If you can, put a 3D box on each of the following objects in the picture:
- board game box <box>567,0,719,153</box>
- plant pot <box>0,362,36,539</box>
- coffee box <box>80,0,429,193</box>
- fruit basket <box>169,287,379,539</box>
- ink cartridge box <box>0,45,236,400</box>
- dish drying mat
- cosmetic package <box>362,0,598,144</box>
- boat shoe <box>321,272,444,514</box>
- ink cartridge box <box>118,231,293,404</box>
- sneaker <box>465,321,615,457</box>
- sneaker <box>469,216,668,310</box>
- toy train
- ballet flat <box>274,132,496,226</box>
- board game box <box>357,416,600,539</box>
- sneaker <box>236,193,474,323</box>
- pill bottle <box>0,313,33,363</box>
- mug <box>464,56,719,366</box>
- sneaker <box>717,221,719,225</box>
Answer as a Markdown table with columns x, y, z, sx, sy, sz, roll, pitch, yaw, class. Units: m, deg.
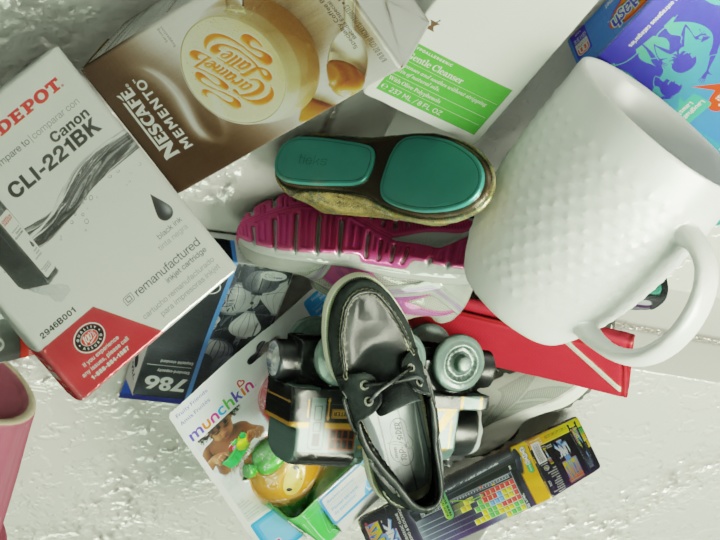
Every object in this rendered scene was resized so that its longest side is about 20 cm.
| x | y | z | sx | sy | sz | roll | pitch | yaw | class |
| --- | --- | --- | --- | --- | --- | --- | --- | --- | --- |
| 0.279 | -0.169 | 1.338 | 0.199 | 0.045 | 0.152 | 24 | 124 | -31 | board game box |
| -0.353 | 0.151 | 1.418 | 0.199 | 0.200 | 0.179 | 21 | 110 | -29 | plant pot |
| -0.071 | -0.151 | 1.202 | 0.199 | 0.080 | 0.115 | -27 | 110 | 31 | coffee box |
| -0.044 | 0.127 | 1.485 | 0.185 | 0.094 | 0.200 | -41 | 134 | -16 | fruit basket |
| -0.206 | -0.033 | 1.240 | 0.144 | 0.084 | 0.200 | -41 | 99 | -11 | ink cartridge box |
| 0.125 | 0.059 | 1.476 | 0.199 | 0.018 | 0.077 | 12 | 142 | 14 | dish drying mat |
| 0.091 | -0.198 | 1.241 | 0.107 | 0.085 | 0.200 | 21 | 127 | -28 | cosmetic package |
| 0.023 | 0.099 | 1.350 | 0.074 | 0.066 | 0.200 | -17 | 114 | -19 | boat shoe |
| -0.129 | 0.054 | 1.466 | 0.099 | 0.039 | 0.201 | 6 | 132 | -19 | ink cartridge box |
| 0.135 | 0.086 | 1.535 | 0.200 | 0.074 | 0.079 | -38 | 124 | 23 | sneaker |
| 0.150 | -0.003 | 1.463 | 0.199 | 0.075 | 0.088 | 20 | 137 | -15 | sneaker |
| 0.015 | 0.099 | 1.428 | 0.199 | 0.085 | 0.115 | 4 | 96 | -26 | toy train |
| 0.027 | -0.064 | 1.315 | 0.199 | 0.071 | 0.071 | 9 | 148 | 37 | ballet flat |
| 0.107 | 0.193 | 1.557 | 0.165 | 0.057 | 0.200 | -29 | 172 | 18 | board game box |
| 0.000 | 0.000 | 1.387 | 0.199 | 0.082 | 0.089 | 11 | 130 | 5 | sneaker |
| -0.276 | 0.012 | 1.323 | 0.199 | 0.116 | 0.116 | -14 | 136 | -17 | pill bottle |
| 0.174 | -0.022 | 1.271 | 0.147 | 0.200 | 0.176 | 14 | 122 | -49 | mug |
| 0.235 | -0.041 | 1.420 | 0.199 | 0.080 | 0.078 | -10 | 135 | -21 | sneaker |
